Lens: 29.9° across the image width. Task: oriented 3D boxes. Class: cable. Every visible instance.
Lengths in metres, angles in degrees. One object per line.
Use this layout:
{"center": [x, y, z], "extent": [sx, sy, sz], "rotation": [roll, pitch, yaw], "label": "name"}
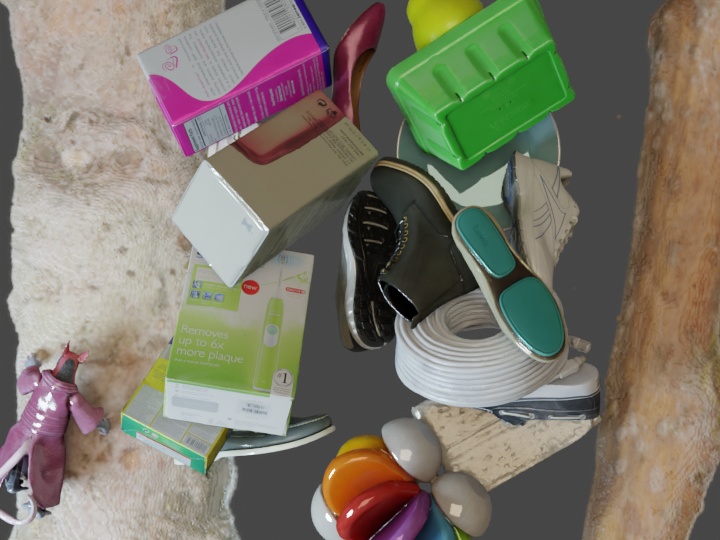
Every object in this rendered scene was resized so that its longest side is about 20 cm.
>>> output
{"center": [0.135, 0.074, 1.527], "extent": [0.199, 0.070, 0.199], "rotation": [-29, 40, -26], "label": "cable"}

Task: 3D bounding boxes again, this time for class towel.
{"center": [0.172, 0.172, 1.592], "extent": [0.198, 0.034, 0.134], "rotation": [-29, 83, 2], "label": "towel"}

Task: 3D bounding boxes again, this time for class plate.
{"center": [0.142, -0.141, 1.625], "extent": [0.197, 0.026, 0.203], "rotation": [0, 84, 3], "label": "plate"}

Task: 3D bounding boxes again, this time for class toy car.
{"center": [0.039, 0.279, 1.519], "extent": [0.175, 0.150, 0.200], "rotation": [-45, 84, 15], "label": "toy car"}

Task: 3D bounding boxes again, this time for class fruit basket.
{"center": [0.126, -0.245, 1.574], "extent": [0.213, 0.156, 0.217], "rotation": [-17, 43, 17], "label": "fruit basket"}

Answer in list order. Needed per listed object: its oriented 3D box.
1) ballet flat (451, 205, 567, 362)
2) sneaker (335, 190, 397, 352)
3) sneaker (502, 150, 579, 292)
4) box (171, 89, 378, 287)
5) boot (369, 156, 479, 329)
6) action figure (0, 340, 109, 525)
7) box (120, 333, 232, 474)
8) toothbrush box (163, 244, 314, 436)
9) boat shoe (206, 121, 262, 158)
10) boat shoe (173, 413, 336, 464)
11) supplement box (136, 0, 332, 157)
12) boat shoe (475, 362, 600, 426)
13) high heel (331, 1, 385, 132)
{"center": [0.161, 0.020, 1.468], "extent": [0.069, 0.070, 0.201], "rotation": [-28, 69, 1], "label": "ballet flat"}
{"center": [0.000, 0.000, 1.598], "extent": [0.073, 0.079, 0.203], "rotation": [13, 68, -25], "label": "sneaker"}
{"center": [0.210, -0.051, 1.536], "extent": [0.086, 0.075, 0.202], "rotation": [5, 58, -5], "label": "sneaker"}
{"center": [-0.096, -0.095, 1.531], "extent": [0.109, 0.128, 0.200], "rotation": [47, 50, 7], "label": "box"}
{"center": [0.047, -0.036, 1.541], "extent": [0.138, 0.078, 0.200], "rotation": [-33, 60, -27], "label": "boot"}
{"center": [-0.376, 0.174, 1.577], "extent": [0.133, 0.149, 0.202], "rotation": [23, 101, 11], "label": "action figure"}
{"center": [-0.181, 0.126, 1.575], "extent": [0.116, 0.049, 0.201], "rotation": [26, 56, 8], "label": "box"}
{"center": [-0.137, 0.073, 1.540], "extent": [0.144, 0.087, 0.202], "rotation": [10, 52, -3], "label": "toothbrush box"}
{"center": [-0.140, -0.165, 1.622], "extent": [0.068, 0.071, 0.203], "rotation": [7, 84, 6], "label": "boat shoe"}
{"center": [-0.129, 0.185, 1.591], "extent": [0.197, 0.073, 0.063], "rotation": [-10, 88, 8], "label": "boat shoe"}
{"center": [-0.142, -0.231, 1.554], "extent": [0.198, 0.103, 0.102], "rotation": [-26, 74, -7], "label": "supplement box"}
{"center": [0.176, 0.146, 1.546], "extent": [0.197, 0.072, 0.069], "rotation": [-3, 115, 10], "label": "boat shoe"}
{"center": [0.004, -0.216, 1.619], "extent": [0.096, 0.067, 0.202], "rotation": [31, 102, 16], "label": "high heel"}
